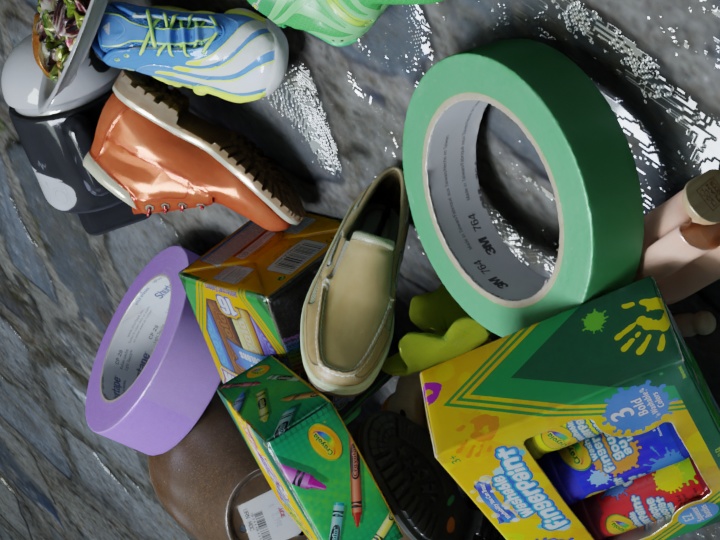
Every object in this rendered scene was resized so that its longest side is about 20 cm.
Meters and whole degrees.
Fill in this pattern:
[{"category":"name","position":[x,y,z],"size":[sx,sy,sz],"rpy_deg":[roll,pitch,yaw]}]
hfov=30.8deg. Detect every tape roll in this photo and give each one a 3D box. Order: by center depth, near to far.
[{"category":"tape roll","position":[0.104,-0.053,0.886],"size":[0.200,0.048,0.202],"rpy_deg":[37,137,44]},{"category":"tape roll","position":[-0.197,0.079,1.303],"size":[0.065,0.202,0.200],"rpy_deg":[28,157,-25]}]

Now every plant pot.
[{"category":"plant pot","position":[-0.102,0.205,1.263],"size":[0.188,0.186,0.200],"rpy_deg":[60,171,-16]}]

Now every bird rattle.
[{"category":"bird rattle","position":[0.104,0.105,1.032],"size":[0.200,0.113,0.163],"rpy_deg":[38,127,-3]}]

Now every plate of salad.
[{"category":"plate of salad","position":[-0.239,-0.227,1.073],"size":[0.048,0.202,0.200],"rpy_deg":[20,155,-21]}]

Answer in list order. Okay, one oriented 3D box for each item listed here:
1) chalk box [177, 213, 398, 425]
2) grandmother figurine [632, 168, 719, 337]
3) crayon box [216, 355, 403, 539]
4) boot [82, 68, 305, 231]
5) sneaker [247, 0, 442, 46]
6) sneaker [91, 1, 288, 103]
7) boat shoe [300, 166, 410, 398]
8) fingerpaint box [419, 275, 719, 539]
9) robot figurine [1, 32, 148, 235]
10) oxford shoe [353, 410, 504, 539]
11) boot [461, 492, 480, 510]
[{"category":"chalk box","position":[-0.054,0.063,1.181],"size":[0.123,0.125,0.201],"rpy_deg":[16,133,42]},{"category":"grandmother figurine","position":[0.185,0.004,0.886],"size":[0.122,0.060,0.200],"rpy_deg":[55,146,9]},{"category":"crayon box","position":[-0.044,0.146,1.018],"size":[0.119,0.058,0.200],"rpy_deg":[62,168,-13]},{"category":"boot","position":[-0.146,-0.079,1.142],"size":[0.199,0.075,0.108],"rpy_deg":[34,106,-1]},{"category":"sneaker","position":[-0.003,-0.205,0.914],"size":[0.199,0.074,0.084],"rpy_deg":[10,155,43]},{"category":"sneaker","position":[-0.151,-0.178,1.063],"size":[0.199,0.105,0.076],"rpy_deg":[14,104,45]},{"category":"boat shoe","position":[0.000,0.000,0.990],"size":[0.071,0.201,0.076],"rpy_deg":[14,139,-5]},{"category":"fingerpaint box","position":[0.157,0.116,0.876],"size":[0.166,0.074,0.200],"rpy_deg":[-23,136,14]},{"category":"robot figurine","position":[-0.259,-0.136,1.240],"size":[0.149,0.125,0.201],"rpy_deg":[14,133,39]},{"category":"oxford shoe","position":[0.038,0.188,1.040],"size":[0.084,0.073,0.201],"rpy_deg":[0,133,41]},{"category":"boot","position":[0.067,0.246,1.174],"size":[0.209,0.080,0.158],"rpy_deg":[4,159,-5]}]
